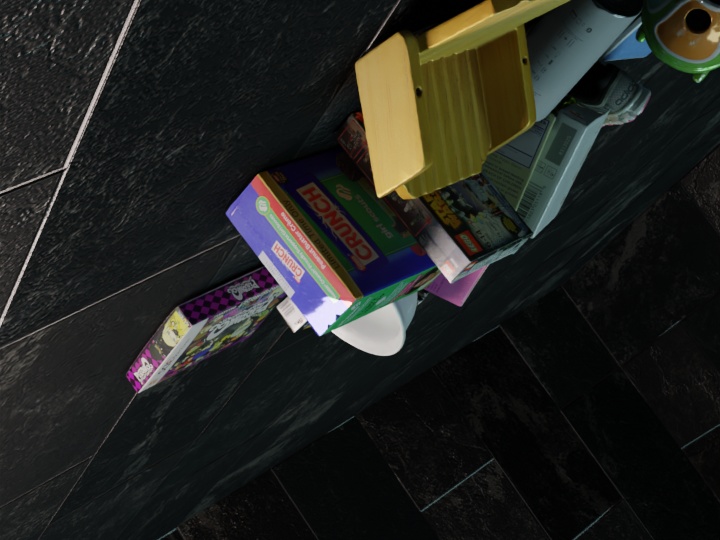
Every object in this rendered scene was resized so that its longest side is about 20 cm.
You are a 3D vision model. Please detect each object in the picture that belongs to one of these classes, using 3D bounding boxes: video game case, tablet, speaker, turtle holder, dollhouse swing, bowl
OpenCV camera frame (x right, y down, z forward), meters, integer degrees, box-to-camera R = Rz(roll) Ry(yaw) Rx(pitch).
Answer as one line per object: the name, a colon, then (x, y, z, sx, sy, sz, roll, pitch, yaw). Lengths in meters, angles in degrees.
video game case: (-0.184, 0.066, 1.656, 0.199, 0.036, 0.181, -26, 166, -43)
tablet: (0.416, -0.345, 1.853, 0.130, 0.014, 0.199, -42, 167, 31)
speaker: (0.230, -0.254, 1.470, 0.081, 0.082, 0.200, -28, 166, -37)
turtle holder: (0.438, -0.337, 1.611, 0.185, 0.142, 0.132, -32, 168, -12)
dollhouse swing: (0.128, -0.173, 1.232, 0.174, 0.184, 0.199, -1, -165, 39)
bowl: (0.000, 0.000, 1.578, 0.090, 0.201, 0.201, -45, 174, -26)

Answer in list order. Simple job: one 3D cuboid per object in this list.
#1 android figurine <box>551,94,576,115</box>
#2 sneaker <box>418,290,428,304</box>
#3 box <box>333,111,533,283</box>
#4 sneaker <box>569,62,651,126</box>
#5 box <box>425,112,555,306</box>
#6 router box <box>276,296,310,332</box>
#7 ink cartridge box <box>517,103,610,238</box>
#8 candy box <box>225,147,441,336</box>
android figurine: (0.239, -0.165, 1.819, 0.183, 0.041, 0.200, -58, -170, 7)
sneaker: (0.082, -0.011, 1.975, 0.201, 0.066, 0.090, -57, -165, -11)
box: (0.079, -0.090, 1.373, 0.136, 0.201, 0.040, -23, 161, -51)
sneaker: (0.325, -0.249, 1.844, 0.074, 0.087, 0.200, -51, -164, -15)
box: (0.138, -0.090, 1.593, 0.201, 0.096, 0.176, -64, 179, -26)
router box: (-0.010, 0.001, 1.878, 0.200, 0.051, 0.149, -42, 170, 25)
ink cartridge box: (0.258, -0.140, 1.694, 0.163, 0.050, 0.200, -65, 171, 20)
candy box: (-0.015, -0.040, 1.376, 0.199, 0.170, 0.077, -24, 161, -49)
